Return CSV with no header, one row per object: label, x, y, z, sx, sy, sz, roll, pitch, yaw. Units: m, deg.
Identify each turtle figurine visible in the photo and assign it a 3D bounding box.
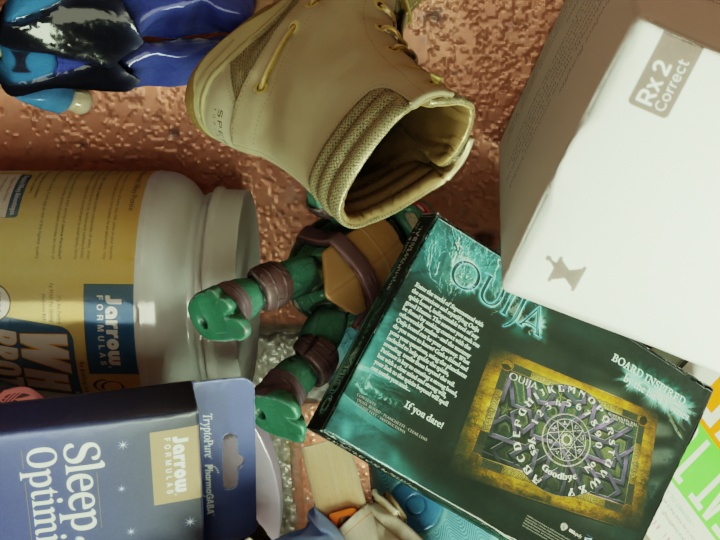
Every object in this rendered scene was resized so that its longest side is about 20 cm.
turtle figurine,0.000,0.000,1.010,0.150,0.200,0.101,49,148,0

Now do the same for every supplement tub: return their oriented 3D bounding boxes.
supplement tub,-0.166,0.012,1.067,0.200,0.145,0.145,0,117,4

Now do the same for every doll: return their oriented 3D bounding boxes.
doll,-0.150,-0.135,1.014,0.200,0.049,0.137,-4,144,-9

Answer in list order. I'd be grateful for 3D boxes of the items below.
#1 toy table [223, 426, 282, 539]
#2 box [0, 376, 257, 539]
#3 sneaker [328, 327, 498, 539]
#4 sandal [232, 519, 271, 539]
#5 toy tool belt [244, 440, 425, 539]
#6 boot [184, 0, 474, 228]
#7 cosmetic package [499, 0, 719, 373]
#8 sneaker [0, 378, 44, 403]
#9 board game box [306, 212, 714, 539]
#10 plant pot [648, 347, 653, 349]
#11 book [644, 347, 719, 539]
toy table,-0.118,0.177,1.164,0.184,0.117,0.200,-8,115,8
box,-0.153,0.121,0.955,0.200,0.032,0.121,-7,125,-11
sneaker,0.033,0.108,1.096,0.079,0.131,0.200,-14,74,-5
sandal,-0.060,0.217,1.075,0.055,0.082,0.200,-28,113,33
toy tool belt,-0.052,0.192,0.973,0.200,0.125,0.123,-39,96,3
boot,0.019,-0.120,0.953,0.200,0.155,0.073,-42,135,-12
cosmetic package,0.181,-0.070,0.972,0.165,0.200,0.165,21,117,-7
sneaker,-0.169,0.141,1.021,0.082,0.070,0.200,2,139,42
board game box,0.087,0.076,0.974,0.200,0.028,0.135,32,79,-17
plant pot,0.160,0.143,1.123,0.200,0.093,0.201,-2,97,-15
book,0.234,0.085,1.070,0.200,0.048,0.134,-43,111,-8
